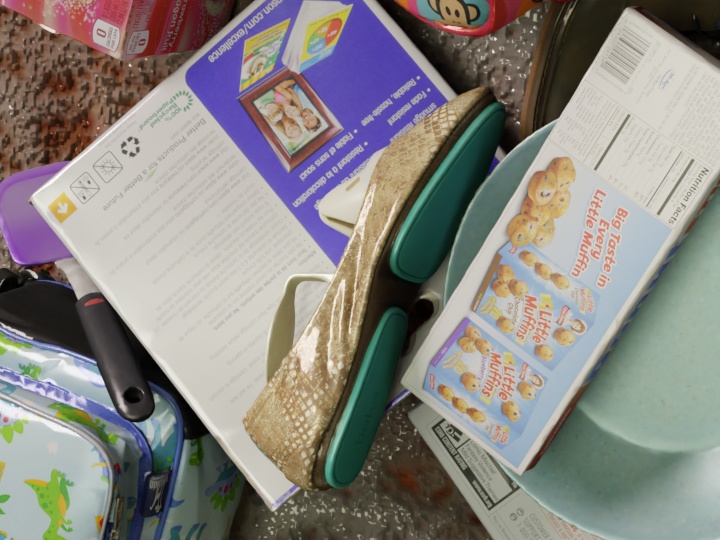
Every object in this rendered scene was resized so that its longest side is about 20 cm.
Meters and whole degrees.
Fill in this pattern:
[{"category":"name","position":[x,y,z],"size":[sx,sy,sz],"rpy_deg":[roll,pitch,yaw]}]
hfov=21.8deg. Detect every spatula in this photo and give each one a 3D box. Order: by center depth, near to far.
[{"category":"spatula","position":[-0.143,0.010,0.964],"size":[0.200,0.056,0.021],"rpy_deg":[-122,25,-46]}]

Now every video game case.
[{"category":"video game case","position":[0.149,0.096,0.889],"size":[0.181,0.045,0.201],"rpy_deg":[-39,82,27]}]

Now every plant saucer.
[{"category":"plant saucer","position":[0.135,0.022,0.836],"size":[0.199,0.039,0.203],"rpy_deg":[5,102,25]}]

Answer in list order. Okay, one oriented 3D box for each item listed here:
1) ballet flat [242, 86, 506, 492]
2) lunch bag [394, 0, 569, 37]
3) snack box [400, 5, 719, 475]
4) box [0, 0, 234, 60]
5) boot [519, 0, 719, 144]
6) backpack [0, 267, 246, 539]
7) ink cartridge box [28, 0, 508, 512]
[{"category":"ballet flat","position":[0.000,0.000,0.857],"size":[0.065,0.070,0.202],"rpy_deg":[22,83,24]},{"category":"lunch bag","position":[0.020,-0.212,0.806],"size":[0.200,0.081,0.178],"rpy_deg":[41,147,46]},{"category":"snack box","position":[0.095,-0.010,0.813],"size":[0.072,0.024,0.201],"rpy_deg":[36,112,15]},{"category":"box","position":[-0.103,-0.215,0.921],"size":[0.095,0.099,0.202],"rpy_deg":[26,111,22]},{"category":"boot","position":[0.142,-0.114,0.834],"size":[0.096,0.075,0.202],"rpy_deg":[27,109,22]},{"category":"backpack","position":[-0.165,0.127,0.999],"size":[0.182,0.147,0.202],"rpy_deg":[19,111,24]},{"category":"ink cartridge box","position":[-0.028,-0.021,0.915],"size":[0.198,0.043,0.200],"rpy_deg":[-40,79,2]}]
